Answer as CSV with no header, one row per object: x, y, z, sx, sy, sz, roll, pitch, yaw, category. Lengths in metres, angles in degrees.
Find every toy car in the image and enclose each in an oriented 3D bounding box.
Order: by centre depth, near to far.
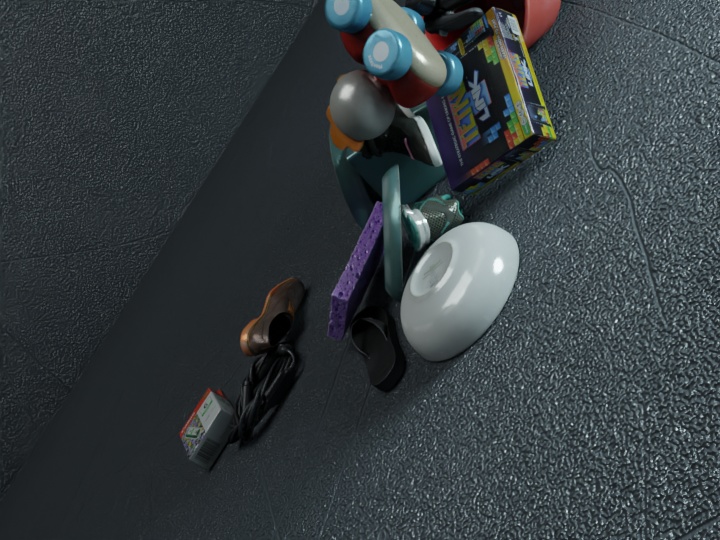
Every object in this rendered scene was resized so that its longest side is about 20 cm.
0.007,-0.263,1.151,0.200,0.178,0.183,-47,-21,25,toy car

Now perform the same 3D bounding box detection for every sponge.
0.000,0.000,1.304,0.113,0.029,0.202,97,-165,-53,sponge

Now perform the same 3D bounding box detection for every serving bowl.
0.116,0.016,1.089,0.200,0.065,0.202,-45,25,27,serving bowl

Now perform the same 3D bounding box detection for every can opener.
0.127,-0.366,1.171,0.200,0.077,0.065,-141,45,-66,can opener

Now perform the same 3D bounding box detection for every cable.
-0.185,0.213,1.465,0.202,0.050,0.163,-59,22,-4,cable

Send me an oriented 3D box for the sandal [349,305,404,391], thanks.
0.018,0.101,1.204,0.077,0.043,0.200,-54,22,8,sandal

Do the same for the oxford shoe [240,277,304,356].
-0.143,0.085,1.533,0.072,0.072,0.201,-10,34,35,oxford shoe

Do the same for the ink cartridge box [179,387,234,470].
-0.298,0.292,1.592,0.110,0.050,0.200,-57,22,-3,ink cartridge box

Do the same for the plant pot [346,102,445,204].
0.097,-0.231,1.380,0.199,0.141,0.143,-34,29,26,plant pot

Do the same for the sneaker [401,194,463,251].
0.109,-0.074,1.220,0.090,0.079,0.200,-22,8,3,sneaker

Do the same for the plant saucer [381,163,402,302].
0.046,-0.054,1.212,0.200,0.027,0.205,-2,-90,-89,plant saucer

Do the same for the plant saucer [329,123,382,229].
0.000,-0.171,1.457,0.035,0.202,0.202,-16,35,15,plant saucer

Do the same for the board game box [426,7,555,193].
0.175,-0.239,1.183,0.164,0.056,0.204,-33,64,43,board game box

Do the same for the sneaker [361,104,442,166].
0.048,-0.187,1.215,0.098,0.071,0.201,-28,37,-3,sneaker

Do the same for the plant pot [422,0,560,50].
0.213,-0.417,1.288,0.176,0.203,0.199,-27,-4,-46,plant pot
